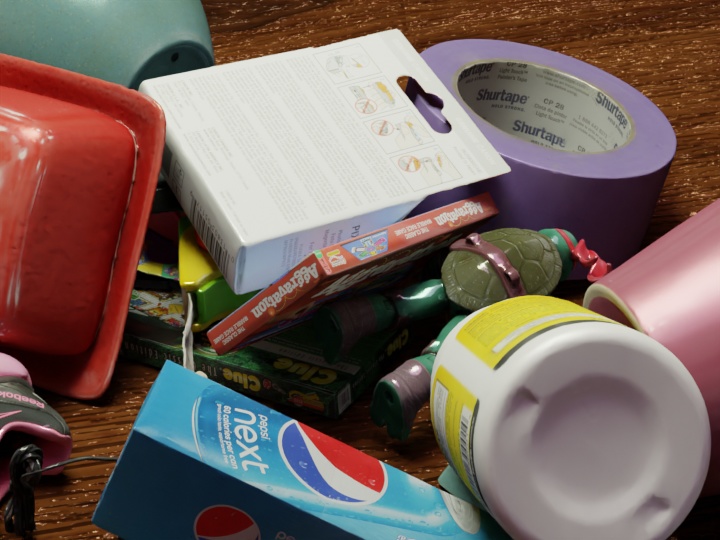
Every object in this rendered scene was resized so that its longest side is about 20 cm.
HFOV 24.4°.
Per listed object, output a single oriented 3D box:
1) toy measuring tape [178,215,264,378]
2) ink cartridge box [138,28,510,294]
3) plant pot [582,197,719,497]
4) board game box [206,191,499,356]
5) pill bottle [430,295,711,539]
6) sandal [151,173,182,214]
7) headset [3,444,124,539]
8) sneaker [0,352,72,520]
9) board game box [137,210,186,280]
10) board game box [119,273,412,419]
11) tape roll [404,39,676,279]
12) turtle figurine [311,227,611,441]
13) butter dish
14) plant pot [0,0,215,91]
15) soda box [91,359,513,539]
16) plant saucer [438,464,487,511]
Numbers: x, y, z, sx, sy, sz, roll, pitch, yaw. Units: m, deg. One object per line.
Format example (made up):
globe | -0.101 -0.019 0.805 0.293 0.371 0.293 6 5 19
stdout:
toy measuring tape | -0.081 0.016 1.062 0.073 0.074 0.201 -4 34 -4
ink cartridge box | -0.027 -0.077 1.094 0.198 0.057 0.163 -13 50 -29
plant pot | 0.230 0.038 0.930 0.177 0.202 0.200 -20 33 -10
board game box | 0.000 0.000 1.041 0.199 0.103 0.020 -20 76 -53
pill bottle | 0.097 0.073 0.855 0.113 0.116 0.200 -5 6 -6
sandal | -0.068 -0.083 1.149 0.199 0.048 0.075 -14 20 -21
headset | -0.096 0.135 0.914 0.198 0.095 0.124 15 34 -3
sneaker | -0.249 0.119 0.940 0.095 0.080 0.199 34 46 30
board game box | -0.115 -0.062 1.202 0.156 0.039 0.201 1 32 -10
board game box | -0.076 0.040 1.104 0.198 0.024 0.105 14 31 27
tape roll | 0.121 -0.084 1.199 0.198 0.086 0.201 11 32 -7
turtle figurine | 0.077 0.023 1.046 0.199 0.102 0.150 -23 40 -27
butter dish | -0.244 -0.036 1.041 0.198 0.202 0.147 17 5 29
plant pot | -0.181 -0.151 1.181 0.134 0.202 0.199 34 44 29
soda box | -0.026 0.126 0.828 0.198 0.068 0.064 26 31 -5
plant saucer | 0.144 0.100 0.993 0.199 0.019 0.070 -22 35 -29
